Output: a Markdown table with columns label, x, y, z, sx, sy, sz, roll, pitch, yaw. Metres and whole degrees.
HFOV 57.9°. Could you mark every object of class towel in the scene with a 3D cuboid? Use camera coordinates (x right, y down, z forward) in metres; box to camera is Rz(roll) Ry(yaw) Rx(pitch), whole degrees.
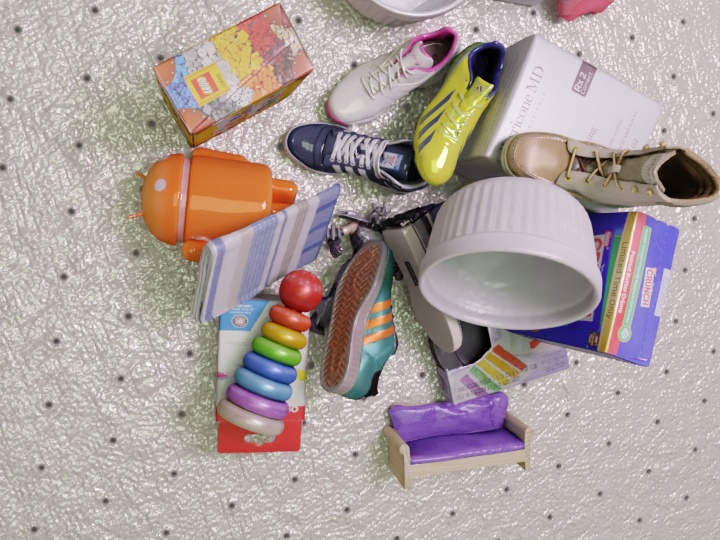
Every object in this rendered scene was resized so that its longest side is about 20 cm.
| label | x | y | z | sx | sy | sz | roll | pitch | yaw |
| --- | --- | --- | --- | --- | --- | --- | --- | --- | --- |
| towel | -0.113 | -0.022 | 0.781 | 0.024 | 0.147 | 0.200 | 44 | 50 | 17 |

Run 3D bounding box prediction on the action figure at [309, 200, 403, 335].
| label | x | y | z | sx | sy | sz | roll | pitch | yaw |
| --- | --- | --- | --- | --- | --- | --- | --- | --- | --- |
| action figure | 0.000 | 0.000 | 0.882 | 0.130 | 0.069 | 0.200 | 21 | 89 | -12 |

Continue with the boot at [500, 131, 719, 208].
| label | x | y | z | sx | sy | sz | roll | pitch | yaw |
| --- | --- | --- | --- | --- | --- | --- | --- | --- | --- |
| boot | 0.272 | -0.113 | 0.720 | 0.200 | 0.155 | 0.072 | 14 | 94 | -15 |

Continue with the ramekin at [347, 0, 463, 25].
| label | x | y | z | sx | sy | sz | roll | pitch | yaw |
| --- | --- | --- | --- | --- | --- | --- | --- | --- | --- |
| ramekin | 0.054 | -0.414 | 0.833 | 0.200 | 0.105 | 0.201 | -2 | 97 | -14 |

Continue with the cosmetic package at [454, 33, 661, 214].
| label | x | y | z | sx | sy | sz | roll | pitch | yaw |
| --- | --- | --- | --- | --- | --- | --- | --- | --- | --- |
| cosmetic package | 0.245 | -0.180 | 0.872 | 0.200 | 0.165 | 0.165 | 22 | 90 | -15 |

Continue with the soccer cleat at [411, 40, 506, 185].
| label | x | y | z | sx | sy | sz | roll | pitch | yaw |
| --- | --- | --- | --- | --- | --- | --- | --- | --- | --- |
| soccer cleat | 0.122 | -0.198 | 0.795 | 0.065 | 0.084 | 0.200 | 31 | 71 | -24 |

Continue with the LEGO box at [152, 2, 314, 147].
| label | x | y | z | sx | sy | sz | roll | pitch | yaw |
| --- | --- | --- | --- | --- | --- | --- | --- | --- | --- |
| LEGO box | -0.150 | -0.216 | 0.754 | 0.149 | 0.200 | 0.077 | -31 | 103 | -10 |

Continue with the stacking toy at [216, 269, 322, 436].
| label | x | y | z | sx | sy | sz | roll | pitch | yaw |
| --- | --- | --- | --- | --- | --- | --- | --- | --- | --- |
| stacking toy | -0.099 | 0.095 | 0.798 | 0.085 | 0.085 | 0.200 | 24 | 84 | -15 |

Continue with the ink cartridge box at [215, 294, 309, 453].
| label | x | y | z | sx | sy | sz | roll | pitch | yaw |
| --- | --- | --- | --- | --- | --- | --- | --- | --- | --- |
| ink cartridge box | -0.132 | 0.134 | 0.863 | 0.116 | 0.067 | 0.200 | 3 | 95 | -13 |

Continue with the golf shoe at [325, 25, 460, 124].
| label | x | y | z | sx | sy | sz | roll | pitch | yaw |
| --- | --- | --- | --- | --- | --- | --- | --- | --- | --- |
| golf shoe | 0.044 | -0.260 | 0.850 | 0.200 | 0.092 | 0.075 | -32 | 91 | -8 |

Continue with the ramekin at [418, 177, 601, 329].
| label | x | y | z | sx | sy | sz | roll | pitch | yaw |
| --- | --- | --- | --- | --- | --- | --- | --- | --- | --- |
| ramekin | 0.172 | -0.019 | 0.751 | 0.200 | 0.200 | 0.105 | 19 | 62 | -15 |

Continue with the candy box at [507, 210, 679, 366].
| label | x | y | z | sx | sy | sz | roll | pitch | yaw |
| --- | --- | --- | --- | --- | --- | --- | --- | --- | --- |
| candy box | 0.286 | 0.018 | 0.830 | 0.077 | 0.200 | 0.169 | 16 | 86 | -23 |

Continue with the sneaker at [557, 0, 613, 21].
| label | x | y | z | sx | sy | sz | roll | pitch | yaw |
| --- | --- | --- | --- | --- | --- | --- | --- | --- | --- |
| sneaker | 0.350 | -0.418 | 0.934 | 0.200 | 0.074 | 0.087 | -28 | 143 | -22 |

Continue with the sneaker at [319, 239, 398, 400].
| label | x | y | z | sx | sy | sz | roll | pitch | yaw |
| --- | --- | --- | --- | --- | --- | --- | --- | --- | --- |
| sneaker | 0.011 | 0.064 | 0.826 | 0.080 | 0.071 | 0.200 | 24 | 77 | -38 |

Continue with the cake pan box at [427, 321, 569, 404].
| label | x | y | z | sx | sy | sz | roll | pitch | yaw |
| --- | --- | --- | --- | --- | --- | --- | --- | --- | --- |
| cake pan box | 0.191 | 0.079 | 0.946 | 0.200 | 0.052 | 0.185 | -13 | 96 | -11 |

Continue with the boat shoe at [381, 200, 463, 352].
| label | x | y | z | sx | sy | sz | roll | pitch | yaw |
| --- | --- | --- | --- | --- | --- | --- | --- | --- | --- |
| boat shoe | 0.110 | 0.003 | 0.864 | 0.093 | 0.075 | 0.200 | -31 | 107 | -25 |

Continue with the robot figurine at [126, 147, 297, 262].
| label | x | y | z | sx | sy | sz | roll | pitch | yaw |
| --- | --- | --- | --- | --- | --- | --- | --- | --- | --- |
| robot figurine | -0.179 | -0.081 | 0.804 | 0.200 | 0.117 | 0.144 | 6 | 94 | -14 |

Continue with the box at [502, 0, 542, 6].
| label | x | y | z | sx | sy | sz | roll | pitch | yaw |
| --- | --- | --- | --- | --- | --- | --- | --- | --- | --- |
| box | 0.228 | -0.446 | 0.823 | 0.106 | 0.200 | 0.153 | 4 | 94 | -14 |

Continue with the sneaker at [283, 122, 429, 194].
| label | x | y | z | sx | sy | sz | roll | pitch | yaw |
| --- | --- | --- | --- | --- | --- | --- | --- | --- | --- |
| sneaker | 0.003 | -0.149 | 0.845 | 0.200 | 0.108 | 0.070 | 15 | 92 | -15 |

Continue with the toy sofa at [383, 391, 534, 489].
| label | x | y | z | sx | sy | sz | roll | pitch | yaw |
| --- | --- | --- | --- | --- | --- | --- | --- | --- | --- |
| toy sofa | 0.139 | 0.239 | 0.933 | 0.200 | 0.083 | 0.098 | -4 | 98 | -13 |
